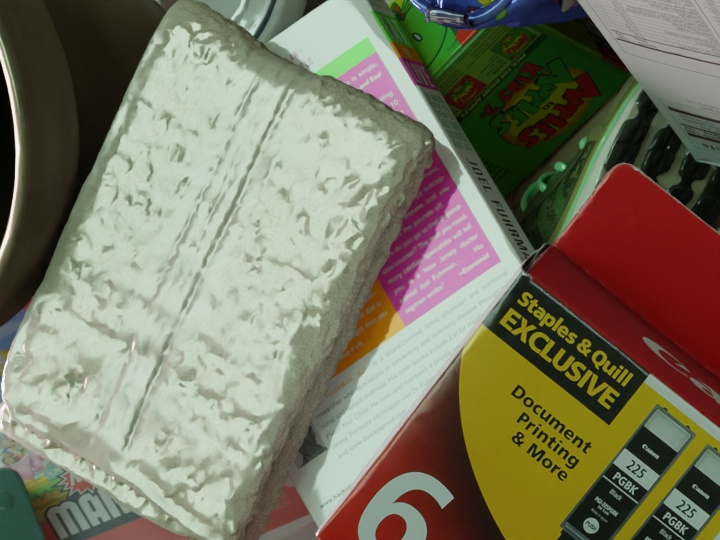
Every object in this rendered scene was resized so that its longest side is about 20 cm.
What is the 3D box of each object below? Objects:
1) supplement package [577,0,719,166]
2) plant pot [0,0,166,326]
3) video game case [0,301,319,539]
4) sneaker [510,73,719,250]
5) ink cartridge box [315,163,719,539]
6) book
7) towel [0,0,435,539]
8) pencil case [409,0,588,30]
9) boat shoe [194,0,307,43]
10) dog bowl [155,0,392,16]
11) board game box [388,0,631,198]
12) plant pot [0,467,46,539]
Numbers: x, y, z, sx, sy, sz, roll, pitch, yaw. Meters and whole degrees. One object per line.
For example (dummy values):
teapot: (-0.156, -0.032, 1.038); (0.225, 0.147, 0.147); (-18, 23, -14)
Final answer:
supplement package: (0.176, -0.140, 1.036); (0.150, 0.200, 0.152); (16, 69, 41)
plant pot: (-0.169, -0.069, 1.241); (0.199, 0.173, 0.201); (6, 101, 33)
video game case: (-0.096, 0.068, 1.241); (0.142, 0.018, 0.200); (-22, 44, -17)
sneaker: (0.089, -0.023, 1.184); (0.089, 0.077, 0.201); (37, 98, 49)
ink cartridge box: (0.117, 0.087, 1.048); (0.200, 0.084, 0.176); (38, 103, 3)
book: (0.000, 0.000, 1.148); (0.133, 0.048, 0.201); (-35, 73, 19)
towel: (-0.061, 0.005, 1.136); (0.132, 0.034, 0.201); (29, 98, 19)
pencil case: (0.092, -0.135, 1.132); (0.087, 0.200, 0.078); (36, 112, 30)
boat shoe: (-0.072, -0.185, 1.272); (0.073, 0.065, 0.201); (-25, 61, 31)
dog bowl: (-0.013, -0.148, 1.304); (0.199, 0.074, 0.201); (-13, 69, 36)
board game box: (0.015, -0.050, 1.229); (0.200, 0.101, 0.048); (-44, 53, 20)
plant pot: (-0.209, 0.178, 1.202); (0.200, 0.141, 0.142); (-48, 58, 45)
